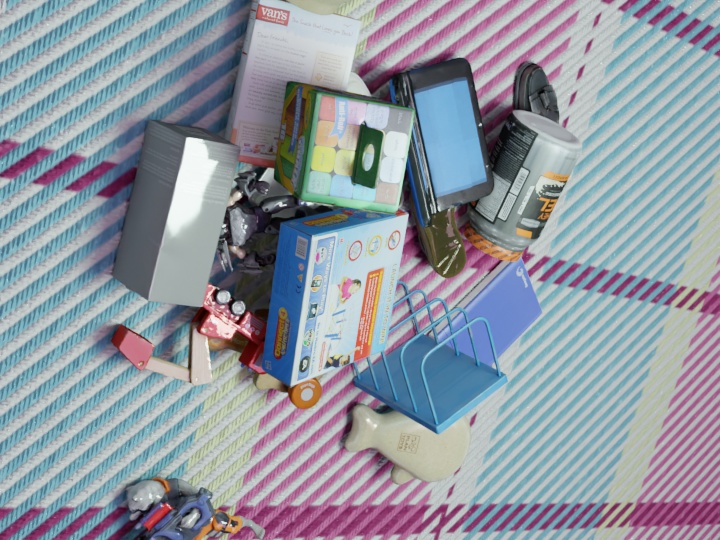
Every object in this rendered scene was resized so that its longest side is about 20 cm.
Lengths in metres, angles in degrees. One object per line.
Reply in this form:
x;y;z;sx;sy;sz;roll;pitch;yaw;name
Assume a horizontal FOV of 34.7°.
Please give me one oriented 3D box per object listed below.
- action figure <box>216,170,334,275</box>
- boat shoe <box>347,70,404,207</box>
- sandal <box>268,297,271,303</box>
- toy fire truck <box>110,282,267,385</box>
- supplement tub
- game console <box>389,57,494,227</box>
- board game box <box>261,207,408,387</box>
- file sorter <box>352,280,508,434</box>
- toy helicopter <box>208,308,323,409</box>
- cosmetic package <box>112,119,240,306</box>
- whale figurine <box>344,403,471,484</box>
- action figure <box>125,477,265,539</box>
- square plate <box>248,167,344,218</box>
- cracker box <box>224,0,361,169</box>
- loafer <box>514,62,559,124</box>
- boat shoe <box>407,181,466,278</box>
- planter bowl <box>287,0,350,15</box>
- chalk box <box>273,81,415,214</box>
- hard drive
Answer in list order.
-0.117;-0.068;1.463;0.197;0.069;0.132;-16;122;-28;action figure
0.012;-0.169;1.520;0.070;0.069;0.203;-31;119;-27;boat shoe
-0.057;-0.018;1.541;0.200;0.043;0.076;-46;174;-27;sandal
-0.199;0.092;1.465;0.199;0.049;0.142;36;81;-24;toy fire truck
0.236;-0.124;1.714;0.121;0.123;0.202;4;120;-40;supplement tub
0.116;-0.179;1.579;0.116;0.171;0.204;-13;101;6;game console
-0.031;0.025;1.483;0.194;0.055;0.204;-16;122;-50;board game box
0.085;0.115;1.647;0.138;0.199;0.124;-33;123;-25;file sorter
-0.124;0.096;1.553;0.197;0.079;0.134;19;101;-30;toy helicopter
-0.222;-0.068;1.383;0.089;0.106;0.204;4;106;-39;cosmetic package
0.069;0.246;1.770;0.196;0.104;0.162;9;103;-16;whale figurine
-0.253;0.351;1.553;0.199;0.105;0.194;-36;124;11;action figure
-0.042;-0.131;1.559;0.198;0.028;0.202;38;81;-41;square plate
-0.087;-0.228;1.436;0.132;0.058;0.204;10;102;-17;cracker box
0.285;-0.219;1.773;0.071;0.063;0.203;-27;123;-28;loafer
0.105;-0.089;1.687;0.072;0.063;0.204;-25;116;-17;boat shoe
-0.050;-0.392;1.361;0.198;0.202;0.135;7;130;-41;planter bowl
-0.018;-0.142;1.338;0.122;0.200;0.127;7;100;-17;chalk box
0.203;0.085;1.849;0.200;0.025;0.133;-43;129;-19;hard drive
